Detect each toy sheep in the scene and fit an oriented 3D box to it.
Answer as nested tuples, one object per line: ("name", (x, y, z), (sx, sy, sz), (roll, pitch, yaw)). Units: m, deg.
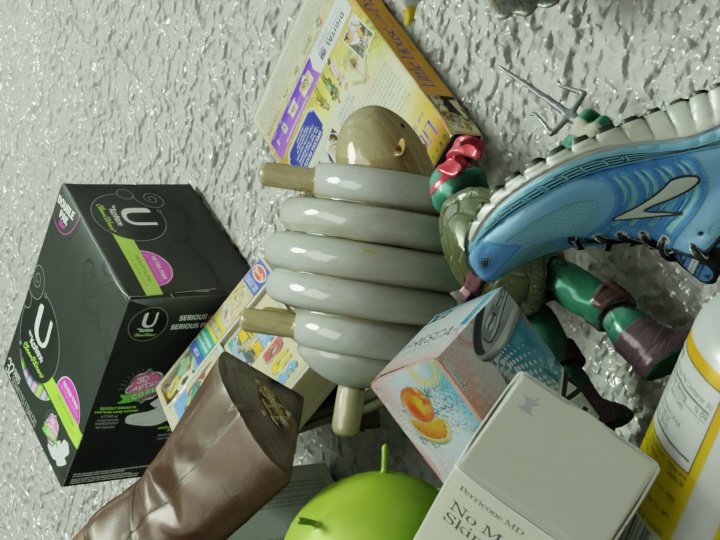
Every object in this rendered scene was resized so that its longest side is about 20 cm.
("toy sheep", (0.000, 0.000, 0.941), (0.138, 0.137, 0.202), (13, 98, 54))

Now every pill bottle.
("pill bottle", (0.195, 0.078, 0.722), (0.113, 0.112, 0.201), (44, 126, 45))

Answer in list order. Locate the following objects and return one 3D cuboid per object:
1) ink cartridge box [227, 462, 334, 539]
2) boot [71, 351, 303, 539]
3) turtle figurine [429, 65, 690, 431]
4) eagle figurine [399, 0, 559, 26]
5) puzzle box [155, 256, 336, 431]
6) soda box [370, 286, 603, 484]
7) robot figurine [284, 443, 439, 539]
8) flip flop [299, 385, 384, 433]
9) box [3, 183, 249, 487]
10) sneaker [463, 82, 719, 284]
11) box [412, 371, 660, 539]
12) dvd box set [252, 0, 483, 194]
("ink cartridge box", (-0.059, 0.241, 1.057), (0.083, 0.146, 0.201), (-58, 46, 38))
("boot", (-0.088, 0.174, 0.946), (0.200, 0.064, 0.187), (-47, 61, 22))
("turtle figurine", (0.098, -0.007, 0.872), (0.201, 0.100, 0.150), (57, 148, 22))
("eagle figurine", (0.036, -0.219, 0.918), (0.151, 0.151, 0.200), (58, 169, -18))
("puzzle box", (-0.081, 0.075, 1.084), (0.133, 0.025, 0.200), (-51, 24, 3))
("soda box", (0.098, 0.111, 0.818), (0.200, 0.068, 0.063), (53, 143, -9))
("robot figurine", (0.022, 0.210, 0.935), (0.115, 0.175, 0.201), (3, 121, 47))
("flip flop", (0.006, 0.076, 1.037), (0.199, 0.058, 0.081), (-21, 38, 39))
("box", (-0.189, 0.050, 1.254), (0.149, 0.124, 0.201), (53, 131, 37))
("sneaker", (0.145, -0.031, 0.764), (0.199, 0.078, 0.090), (-21, 87, 16))
("box", (0.067, 0.143, 0.758), (0.082, 0.068, 0.200), (33, 143, 12))
("dvd box set", (-0.001, -0.099, 1.063), (0.200, 0.029, 0.147), (57, 134, 38))
